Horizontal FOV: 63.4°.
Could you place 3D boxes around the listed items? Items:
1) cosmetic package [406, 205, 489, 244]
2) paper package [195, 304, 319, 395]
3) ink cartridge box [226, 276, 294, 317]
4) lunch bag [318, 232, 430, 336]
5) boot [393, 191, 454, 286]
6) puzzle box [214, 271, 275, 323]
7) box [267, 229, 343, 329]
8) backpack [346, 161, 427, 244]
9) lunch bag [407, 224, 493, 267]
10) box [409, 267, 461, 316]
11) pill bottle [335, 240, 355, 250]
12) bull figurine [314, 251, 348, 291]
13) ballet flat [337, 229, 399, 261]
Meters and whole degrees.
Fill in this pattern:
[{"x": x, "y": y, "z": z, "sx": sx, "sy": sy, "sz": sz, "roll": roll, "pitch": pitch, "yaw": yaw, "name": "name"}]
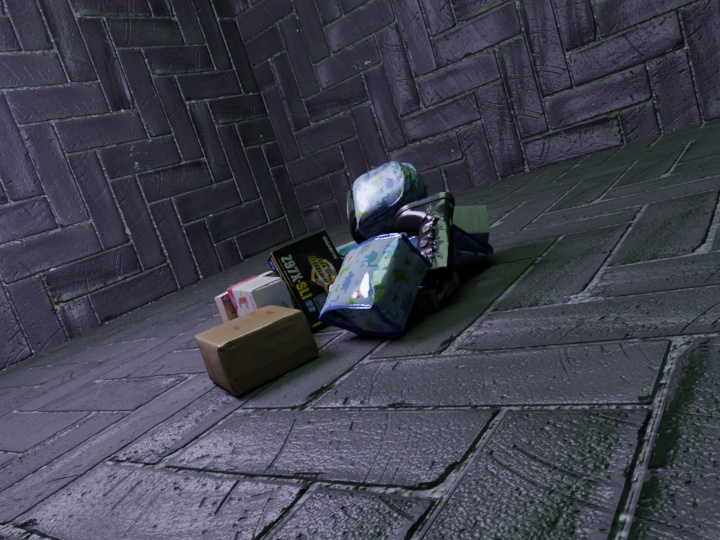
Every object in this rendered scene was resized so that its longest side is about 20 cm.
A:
[{"x": 0.209, "y": -0.096, "z": 1.426, "sx": 0.197, "sy": 0.091, "sz": 0.107, "roll": -4, "pitch": -28, "yaw": 6, "name": "cosmetic package"}, {"x": -0.210, "y": 0.151, "z": 1.161, "sx": 0.189, "sy": 0.105, "sz": 0.199, "roll": -22, "pitch": 9, "yaw": -27, "name": "paper package"}, {"x": -0.230, "y": 0.095, "z": 1.377, "sx": 0.083, "sy": 0.147, "sz": 0.199, "roll": -24, "pitch": 11, "yaw": -26, "name": "ink cartridge box"}, {"x": 0.016, "y": 0.032, "z": 1.150, "sx": 0.199, "sy": 0.127, "sz": 0.171, "roll": -3, "pitch": 53, "yaw": 45, "name": "lunch bag"}, {"x": 0.130, "y": -0.054, "z": 1.243, "sx": 0.065, "sy": 0.202, "sz": 0.164, "roll": 28, "pitch": -37, "yaw": -34, "name": "boot"}, {"x": -0.278, "y": 0.095, "z": 1.513, "sx": 0.025, "sy": 0.134, "sz": 0.200, "roll": -11, "pitch": 13, "yaw": 38, "name": "puzzle box"}, {"x": -0.106, "y": 0.022, "z": 1.382, "sx": 0.159, "sy": 0.201, "sz": 0.049, "roll": -25, "pitch": -8, "yaw": -29, "name": "box"}, {"x": 0.062, "y": -0.170, "z": 1.375, "sx": 0.198, "sy": 0.165, "sz": 0.154, "roll": -12, "pitch": -30, "yaw": 17, "name": "backpack"}, {"x": 0.208, "y": -0.033, "z": 1.373, "sx": 0.150, "sy": 0.095, "sz": 0.199, "roll": -24, "pitch": -24, "yaw": 40, "name": "lunch bag"}, {"x": 0.102, "y": 0.055, "z": 1.260, "sx": 0.198, "sy": 0.045, "sz": 0.160, "roll": -14, "pitch": 11, "yaw": 31, "name": "box"}, {"x": -0.075, "y": -0.011, "z": 1.783, "sx": 0.198, "sy": 0.110, "sz": 0.109, "roll": -22, "pitch": 10, "yaw": -22, "name": "pill bottle"}, {"x": -0.027, "y": 0.034, "z": 1.341, "sx": 0.200, "sy": 0.122, "sz": 0.065, "roll": -40, "pitch": -5, "yaw": -40, "name": "bull figurine"}, {"x": 0.033, "y": -0.061, "z": 1.462, "sx": 0.199, "sy": 0.070, "sz": 0.069, "roll": -28, "pitch": 11, "yaw": -11, "name": "ballet flat"}]
